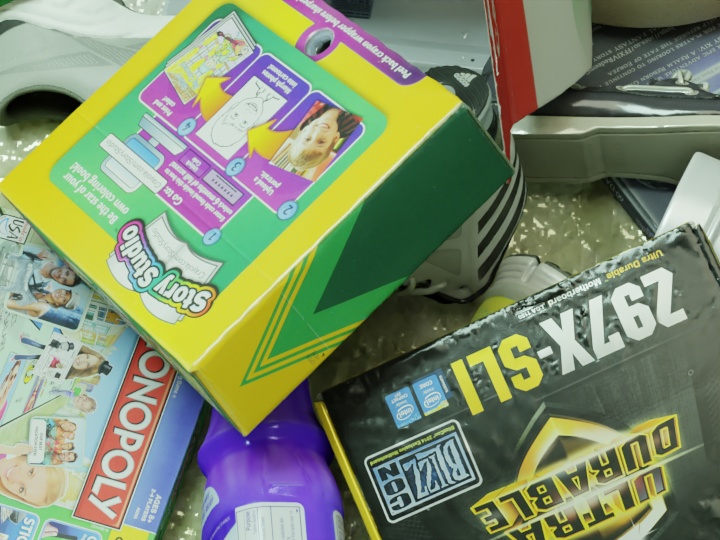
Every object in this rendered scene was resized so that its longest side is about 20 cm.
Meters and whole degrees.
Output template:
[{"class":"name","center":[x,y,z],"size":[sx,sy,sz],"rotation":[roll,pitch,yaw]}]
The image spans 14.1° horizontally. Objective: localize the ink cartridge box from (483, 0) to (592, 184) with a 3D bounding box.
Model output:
[{"class":"ink cartridge box","center":[0.081,-0.156,1.392],"size":[0.050,0.161,0.200],"rotation":[-7,28,5]}]

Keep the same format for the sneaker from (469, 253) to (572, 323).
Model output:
[{"class":"sneaker","center":[0.125,0.082,1.403],"size":[0.200,0.078,0.090],"rotation":[36,75,20]}]

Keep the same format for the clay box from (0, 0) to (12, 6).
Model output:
[{"class":"clay box","center":[-0.222,-0.218,1.531],"size":[0.115,0.048,0.200],"rotation":[-21,55,30]}]

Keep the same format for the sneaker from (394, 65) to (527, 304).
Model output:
[{"class":"sneaker","center":[0.000,0.000,1.421],"size":[0.200,0.115,0.076],"rotation":[-35,41,-2]}]

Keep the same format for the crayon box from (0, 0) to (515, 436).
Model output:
[{"class":"crayon box","center":[-0.053,-0.042,1.362],"size":[0.173,0.058,0.200],"rotation":[-45,42,-5]}]

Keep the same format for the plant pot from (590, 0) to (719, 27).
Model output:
[{"class":"plant pot","center":[0.148,-0.247,1.537],"size":[0.200,0.135,0.201],"rotation":[0,50,-1]}]

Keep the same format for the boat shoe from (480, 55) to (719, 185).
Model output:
[{"class":"boat shoe","center":[0.155,-0.082,1.475],"size":[0.200,0.073,0.063],"rotation":[2,63,3]}]

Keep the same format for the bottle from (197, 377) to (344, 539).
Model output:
[{"class":"bottle","center":[-0.040,0.130,1.351],"size":[0.065,0.084,0.200],"rotation":[1,60,-13]}]

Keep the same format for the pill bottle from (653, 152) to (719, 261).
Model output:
[{"class":"pill bottle","center":[0.236,0.021,1.411],"size":[0.200,0.112,0.112],"rotation":[25,61,8]}]

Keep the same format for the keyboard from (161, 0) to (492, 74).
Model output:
[{"class":"keyboard","center":[-0.006,-0.132,1.540],"size":[0.200,0.011,0.056],"rotation":[7,54,7]}]

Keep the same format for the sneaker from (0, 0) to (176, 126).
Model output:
[{"class":"sneaker","center":[-0.097,-0.093,1.492],"size":[0.200,0.074,0.079],"rotation":[7,69,8]}]

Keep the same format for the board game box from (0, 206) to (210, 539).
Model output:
[{"class":"board game box","center":[-0.147,0.073,1.410],"size":[0.134,0.029,0.200],"rotation":[15,60,6]}]

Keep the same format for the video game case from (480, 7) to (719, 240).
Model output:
[{"class":"video game case","center":[0.176,-0.093,1.533],"size":[0.143,0.019,0.200],"rotation":[-28,66,-18]}]

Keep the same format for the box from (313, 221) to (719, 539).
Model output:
[{"class":"box","center":[0.100,0.091,1.347],"size":[0.200,0.049,0.160],"rotation":[-24,76,6]}]
